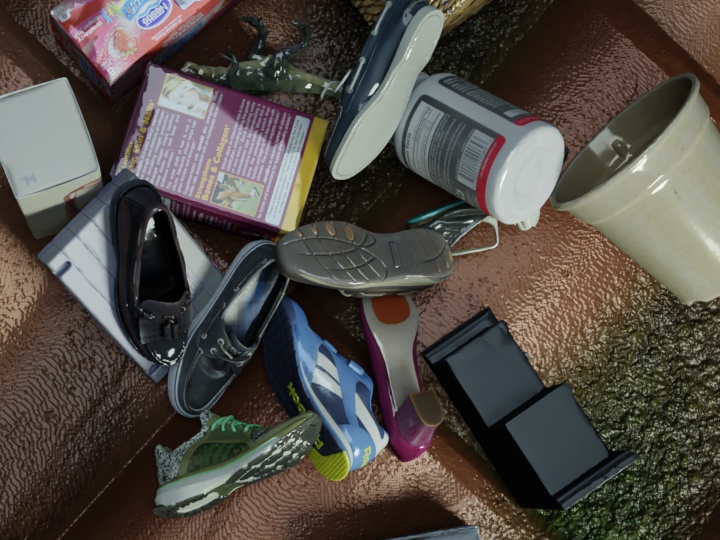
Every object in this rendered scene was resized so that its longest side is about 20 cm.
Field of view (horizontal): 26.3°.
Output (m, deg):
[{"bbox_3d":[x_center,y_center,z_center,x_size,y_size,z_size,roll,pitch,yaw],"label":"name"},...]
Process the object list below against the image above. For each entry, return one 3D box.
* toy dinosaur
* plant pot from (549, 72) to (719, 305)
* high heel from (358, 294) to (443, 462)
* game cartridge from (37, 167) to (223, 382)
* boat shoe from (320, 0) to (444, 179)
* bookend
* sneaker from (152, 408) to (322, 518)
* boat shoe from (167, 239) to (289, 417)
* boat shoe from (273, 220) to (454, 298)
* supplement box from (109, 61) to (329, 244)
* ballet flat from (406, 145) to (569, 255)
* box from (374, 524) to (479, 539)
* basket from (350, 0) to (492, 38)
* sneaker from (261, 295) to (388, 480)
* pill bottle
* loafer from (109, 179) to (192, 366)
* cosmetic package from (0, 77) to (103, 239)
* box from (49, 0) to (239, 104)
[{"bbox_3d":[-0.093,-0.226,1.656,0.198,0.047,0.089,5,95,-7],"label":"toy dinosaur"},{"bbox_3d":[0.334,-0.072,1.630,0.201,0.200,0.184,-46,101,-12],"label":"plant pot"},{"bbox_3d":[0.027,0.100,1.628,0.067,0.096,0.202,-2,59,-25],"label":"high heel"},{"bbox_3d":[-0.220,0.006,1.550,0.130,0.038,0.200,-49,132,-16],"label":"game cartridge"},{"bbox_3d":[0.011,-0.188,1.554,0.062,0.075,0.201,37,113,26],"label":"boat shoe"},{"bbox_3d":[0.164,0.133,1.556,0.092,0.199,0.201,-33,86,-9],"label":"bookend"},{"bbox_3d":[-0.134,0.173,1.552,0.199,0.077,0.089,-27,68,13],"label":"sneaker"},{"bbox_3d":[-0.128,0.064,1.576,0.070,0.066,0.201,34,86,-29],"label":"boat shoe"},{"bbox_3d":[0.000,0.000,1.581,0.198,0.073,0.075,4,59,-26],"label":"boat shoe"},{"bbox_3d":[-0.147,-0.115,1.601,0.198,0.103,0.132,19,79,-5],"label":"supplement box"},{"bbox_3d":[0.145,-0.065,1.658,0.199,0.068,0.069,-27,95,-1],"label":"ballet flat"},{"bbox_3d":[0.058,0.373,1.582,0.157,0.046,0.202,-7,82,-9],"label":"box"},{"bbox_3d":[0.083,-0.342,1.627,0.200,0.143,0.149,-37,89,-28],"label":"basket"},{"bbox_3d":[-0.039,0.116,1.597,0.082,0.074,0.201,-16,74,-34],"label":"sneaker"},{"bbox_3d":[0.104,-0.138,1.600,0.199,0.111,0.111,33,76,34],"label":"pill bottle"},{"bbox_3d":[-0.201,0.012,1.504,0.071,0.063,0.202,-22,122,-27],"label":"loafer"},{"bbox_3d":[-0.308,-0.107,1.528,0.086,0.200,0.104,-19,84,-9],"label":"cosmetic package"},{"bbox_3d":[-0.219,-0.281,1.620,0.200,0.095,0.100,-42,88,-12],"label":"box"}]
